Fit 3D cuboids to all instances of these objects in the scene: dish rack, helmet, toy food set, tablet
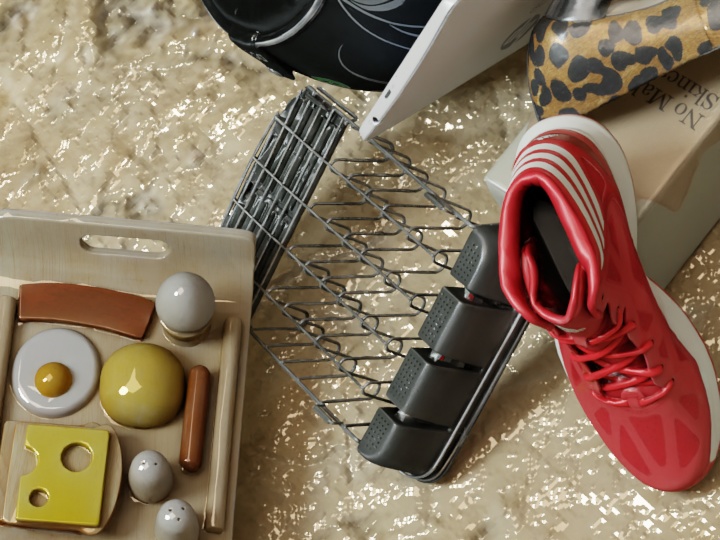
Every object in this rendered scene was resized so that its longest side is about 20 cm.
[{"bbox_3d":[0.000,0.000,1.158,0.200,0.054,0.154,42,111,40],"label":"dish rack"},{"bbox_3d":[0.017,-0.201,1.198,0.200,0.190,0.201,5,97,49],"label":"helmet"},{"bbox_3d":[-0.132,0.067,1.117,0.143,0.060,0.201,5,65,-2],"label":"toy food set"},{"bbox_3d":[0.089,-0.142,1.133,0.200,0.130,0.014,-33,78,-35],"label":"tablet"}]

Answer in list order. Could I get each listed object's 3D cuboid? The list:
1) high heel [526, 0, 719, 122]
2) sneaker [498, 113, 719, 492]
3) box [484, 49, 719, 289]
[{"bbox_3d":[0.188,-0.103,1.077,0.199,0.071,0.143,27,107,7],"label":"high heel"},{"bbox_3d":[0.110,0.034,1.031,0.078,0.116,0.201,-20,102,26],"label":"sneaker"},{"bbox_3d":[0.167,-0.087,1.141,0.095,0.078,0.200,33,81,30],"label":"box"}]
